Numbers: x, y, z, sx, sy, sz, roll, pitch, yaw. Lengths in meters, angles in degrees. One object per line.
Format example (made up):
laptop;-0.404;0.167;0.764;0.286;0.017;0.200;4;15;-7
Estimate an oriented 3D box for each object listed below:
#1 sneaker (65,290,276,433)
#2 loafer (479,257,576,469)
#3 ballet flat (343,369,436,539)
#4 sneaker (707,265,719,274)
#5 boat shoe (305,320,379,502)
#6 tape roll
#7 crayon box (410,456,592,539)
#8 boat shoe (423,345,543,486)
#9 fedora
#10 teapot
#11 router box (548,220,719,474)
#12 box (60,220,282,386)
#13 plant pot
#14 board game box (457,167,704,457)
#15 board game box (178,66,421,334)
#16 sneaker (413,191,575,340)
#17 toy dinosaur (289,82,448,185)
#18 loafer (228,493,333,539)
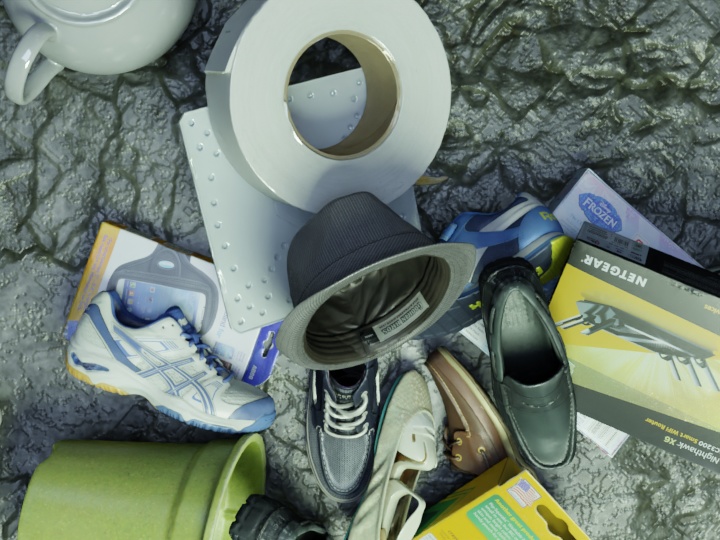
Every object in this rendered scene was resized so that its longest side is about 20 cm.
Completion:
sneaker;-0.164;0.082;0.956;0.199;0.075;0.089;21;94;-4
loafer;0.143;0.088;0.896;0.068;0.070;0.202;-14;110;6
ballet flat;0.042;0.196;0.998;0.062;0.067;0.201;10;77;37
sneaker;0.310;0.039;0.964;0.199;0.089;0.074;-25;98;2
boat shoe;-0.018;0.128;0.994;0.074;0.093;0.201;-3;94;0
tape roll;-0.027;-0.149;0.891;0.201;0.071;0.204;-5;103;-23
crayon box;0.127;0.263;0.990;0.126;0.052;0.200;47;121;-5
boat shoe;0.112;0.168;1.014;0.067;0.072;0.201;-31;98;-2
fedora;0.000;0.000;0.868;0.176;0.200;0.091;-22;66;-10
teapot;-0.238;-0.267;0.928;0.196;0.146;0.201;-16;96;-1
router box;0.257;0.068;0.929;0.199;0.052;0.158;23;119;11
box;-0.170;0.042;1.009;0.199;0.041;0.120;20;93;-2
plant pot;-0.200;0.233;0.961;0.183;0.200;0.202;8;94;8
board game box;0.228;0.041;1.025;0.200;0.041;0.200;40;92;-5
board game box;-0.048;-0.067;0.951;0.199;0.026;0.201;-18;107;-20
sneaker;0.097;-0.002;0.980;0.199;0.074;0.083;-27;61;7
toy dinosaur;-0.018;-0.106;0.995;0.199;0.058;0.101;31;91;-5
loafer;-0.053;0.263;0.960;0.070;0.201;0.068;22;70;29
